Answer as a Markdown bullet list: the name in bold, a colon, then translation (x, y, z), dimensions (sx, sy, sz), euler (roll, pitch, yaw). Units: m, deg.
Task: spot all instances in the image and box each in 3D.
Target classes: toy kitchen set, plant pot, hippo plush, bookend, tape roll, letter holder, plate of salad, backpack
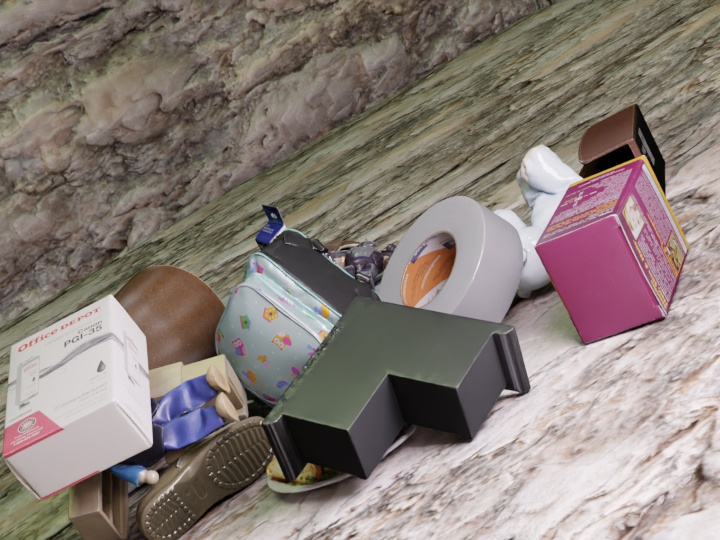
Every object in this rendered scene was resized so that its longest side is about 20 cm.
- **toy kitchen set**: translation (-0.224, 0.237, 1.712), dimensions (0.200, 0.163, 0.181), euler (-16, 47, 7)
- **plant pot**: translation (-0.291, 0.116, 1.854), dimensions (0.187, 0.187, 0.200), euler (-18, 13, 34)
- **hippo plush**: translation (0.239, -0.038, 1.811), dimensions (0.200, 0.159, 0.161), euler (36, 78, 29)
- **bookend**: translation (0.040, 0.138, 1.482), dimensions (0.200, 0.092, 0.199), euler (9, 45, 32)
- **tape roll**: translation (0.105, 0.013, 1.730), dimensions (0.200, 0.066, 0.201), euler (-40, 33, 34)
- **letter holder**: translation (0.340, -0.138, 1.999), dimensions (0.142, 0.101, 0.200), euler (-24, 13, 19)
- **plate of salad**: translation (-0.019, 0.181, 1.586), dimensions (0.200, 0.048, 0.200), euler (-26, 12, 6)
- **backpack**: translation (-0.089, 0.080, 1.767), dimensions (0.153, 0.176, 0.200), euler (-45, -14, -44)

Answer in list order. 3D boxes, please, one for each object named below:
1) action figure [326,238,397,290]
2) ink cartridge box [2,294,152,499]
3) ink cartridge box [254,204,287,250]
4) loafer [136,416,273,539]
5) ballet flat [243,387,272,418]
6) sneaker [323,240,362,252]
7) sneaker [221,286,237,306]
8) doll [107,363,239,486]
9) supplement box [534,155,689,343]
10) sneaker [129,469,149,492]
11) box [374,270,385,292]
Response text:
- **action figure**: translation (0.000, 0.000, 1.915), dimensions (0.130, 0.070, 0.200), euler (-11, 22, 13)
- **ink cartridge box**: translation (-0.319, 0.139, 1.611), dimensions (0.146, 0.083, 0.200), euler (-27, 35, 8)
- **ink cartridge box**: translation (-0.104, -0.001, 2.112), dimensions (0.039, 0.200, 0.099), euler (-29, 12, -12)
- **loafer**: translation (-0.183, 0.233, 1.643), dimensions (0.200, 0.076, 0.067), euler (-35, 21, -30)
- **ballet flat**: translation (-0.170, 0.190, 1.871), dimensions (0.200, 0.057, 0.066), euler (-14, 10, 22)
- **sneaker**: translation (-0.057, 0.002, 2.011), dimensions (0.075, 0.071, 0.200), euler (-16, 16, 35)
- **sneaker**: translation (-0.179, 0.077, 1.948), dimensions (0.071, 0.073, 0.200), euler (-49, 10, -34)
- **doll**: translation (-0.241, 0.176, 1.626), dimensions (0.200, 0.048, 0.137), euler (-26, 56, 6)
- **supplement box**: translation (0.286, -0.026, 1.608), dimensions (0.103, 0.131, 0.200), euler (-22, 13, 27)
- **sneaker**: translation (-0.309, 0.248, 1.882), dimensions (0.071, 0.073, 0.200), euler (-49, 1, 32)
- **box**: translation (0.044, 0.053, 1.928), dimensions (0.116, 0.060, 0.200), euler (-28, 13, -2)
